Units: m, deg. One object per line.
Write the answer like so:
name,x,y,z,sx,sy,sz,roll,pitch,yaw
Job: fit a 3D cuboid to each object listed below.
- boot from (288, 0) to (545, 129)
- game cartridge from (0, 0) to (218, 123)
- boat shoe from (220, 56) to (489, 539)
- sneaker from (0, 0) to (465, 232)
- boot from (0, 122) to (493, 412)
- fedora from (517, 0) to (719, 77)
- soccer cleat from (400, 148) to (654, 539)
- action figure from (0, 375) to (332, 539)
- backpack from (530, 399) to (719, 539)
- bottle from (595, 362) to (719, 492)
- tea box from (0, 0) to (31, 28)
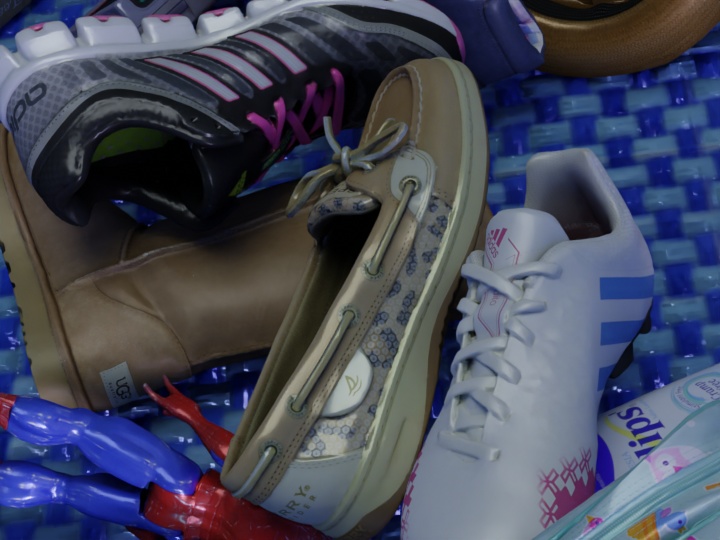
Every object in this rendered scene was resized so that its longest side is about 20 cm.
boot,0.001,-0.148,0.842,0.090,0.200,0.073,-23,42,18
game cartridge,-0.084,-0.141,0.925,0.038,0.130,0.200,48,64,-11
boat shoe,0.000,0.000,0.736,0.063,0.073,0.200,21,61,-18
sneaker,-0.049,-0.060,0.799,0.200,0.074,0.088,-7,57,-13
boot,-0.054,-0.021,0.852,0.200,0.066,0.175,-18,54,-6
fedora,0.103,-0.192,0.902,0.200,0.201,0.082,10,21,19
soccer cleat,0.053,0.032,0.688,0.070,0.086,0.200,-5,34,26
action figure,-0.079,0.083,0.757,0.200,0.066,0.052,22,20,7
backpack,0.091,0.139,0.586,0.200,0.167,0.127,-40,62,0
bottle,0.094,0.095,0.718,0.200,0.065,0.084,-22,44,-7
tea box,-0.241,-0.255,0.990,0.200,0.197,0.134,30,63,30
